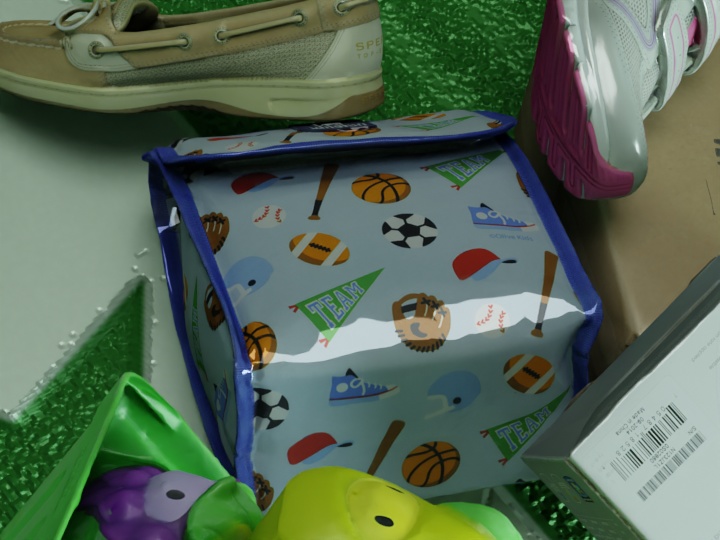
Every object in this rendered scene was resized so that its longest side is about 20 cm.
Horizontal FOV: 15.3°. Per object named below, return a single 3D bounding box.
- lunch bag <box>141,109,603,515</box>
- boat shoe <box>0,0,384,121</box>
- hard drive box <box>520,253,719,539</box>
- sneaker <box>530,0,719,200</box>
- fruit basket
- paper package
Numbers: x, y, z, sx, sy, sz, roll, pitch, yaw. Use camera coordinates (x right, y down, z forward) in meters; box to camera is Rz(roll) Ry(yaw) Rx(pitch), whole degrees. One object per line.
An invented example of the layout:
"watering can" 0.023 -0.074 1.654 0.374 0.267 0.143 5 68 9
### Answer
"lunch bag" 0.000 0.000 1.201 0.169 0.124 0.200 -7 40 -12
"boat shoe" -0.085 -0.109 1.260 0.200 0.063 0.073 6 18 21
"hard drive box" 0.193 0.097 1.117 0.156 0.077 0.200 -43 95 -11
"sneaker" 0.125 -0.117 1.195 0.088 0.081 0.201 5 56 -2
"fruit basket" -0.047 0.123 1.031 0.156 0.215 0.216 50 58 -13
"paper package" 0.182 -0.027 1.253 0.190 0.104 0.201 -5 56 -12
